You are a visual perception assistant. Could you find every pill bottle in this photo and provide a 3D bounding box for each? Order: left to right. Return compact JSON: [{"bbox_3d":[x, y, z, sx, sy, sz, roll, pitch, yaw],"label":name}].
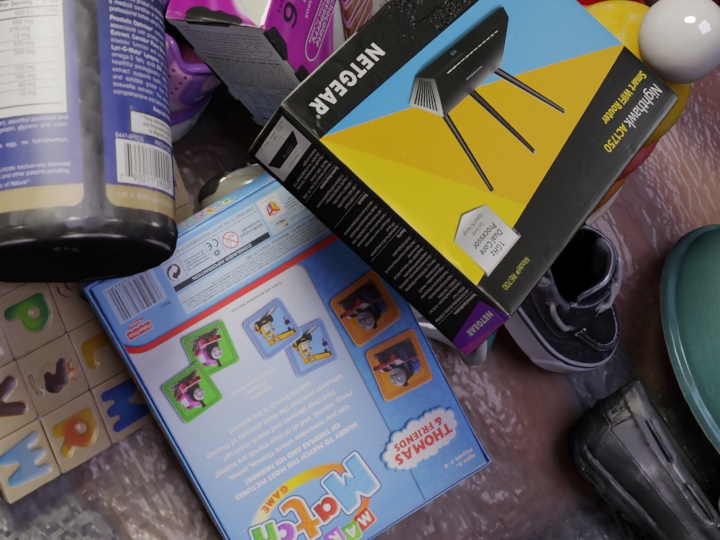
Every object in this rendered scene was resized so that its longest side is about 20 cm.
[{"bbox_3d":[-0.149,-0.101,0.813,0.111,0.112,0.202,1,79,-27],"label":"pill bottle"}]

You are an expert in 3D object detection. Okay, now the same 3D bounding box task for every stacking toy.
[{"bbox_3d":[0.145,-0.107,0.973,0.145,0.200,0.148,6,77,-26],"label":"stacking toy"}]

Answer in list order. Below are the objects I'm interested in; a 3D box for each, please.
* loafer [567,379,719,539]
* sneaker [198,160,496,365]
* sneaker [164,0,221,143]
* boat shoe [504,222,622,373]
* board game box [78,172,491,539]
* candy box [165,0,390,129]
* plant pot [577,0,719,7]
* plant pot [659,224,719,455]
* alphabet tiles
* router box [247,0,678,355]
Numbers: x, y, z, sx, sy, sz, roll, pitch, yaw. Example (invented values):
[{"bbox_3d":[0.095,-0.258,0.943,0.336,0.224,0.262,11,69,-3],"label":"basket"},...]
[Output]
[{"bbox_3d":[0.213,0.150,1.021,0.200,0.068,0.070,44,103,-10],"label":"loafer"},{"bbox_3d":[0.000,0.000,0.949,0.198,0.070,0.094,15,67,-27],"label":"sneaker"},{"bbox_3d":[-0.080,-0.167,0.935,0.080,0.088,0.202,28,67,-18],"label":"sneaker"},{"bbox_3d":[0.119,0.003,0.967,0.200,0.067,0.072,46,52,-47],"label":"boat shoe"},{"bbox_3d":[-0.038,0.056,0.898,0.151,0.037,0.201,-30,103,-12],"label":"board game box"},{"bbox_3d":[-0.021,-0.145,0.905,0.200,0.060,0.138,47,56,-62],"label":"candy box"},{"bbox_3d":[0.198,-0.265,1.042,0.200,0.200,0.183,42,56,-13],"label":"plant pot"},{"bbox_3d":[0.320,0.022,1.006,0.199,0.196,0.202,22,53,-31],"label":"plant pot"},{"bbox_3d":[-0.160,0.017,0.869,0.199,0.006,0.168,-30,107,-36],"label":"alphabet tiles"},{"bbox_3d":[0.058,-0.075,0.852,0.149,0.051,0.200,42,52,-1],"label":"router box"}]
